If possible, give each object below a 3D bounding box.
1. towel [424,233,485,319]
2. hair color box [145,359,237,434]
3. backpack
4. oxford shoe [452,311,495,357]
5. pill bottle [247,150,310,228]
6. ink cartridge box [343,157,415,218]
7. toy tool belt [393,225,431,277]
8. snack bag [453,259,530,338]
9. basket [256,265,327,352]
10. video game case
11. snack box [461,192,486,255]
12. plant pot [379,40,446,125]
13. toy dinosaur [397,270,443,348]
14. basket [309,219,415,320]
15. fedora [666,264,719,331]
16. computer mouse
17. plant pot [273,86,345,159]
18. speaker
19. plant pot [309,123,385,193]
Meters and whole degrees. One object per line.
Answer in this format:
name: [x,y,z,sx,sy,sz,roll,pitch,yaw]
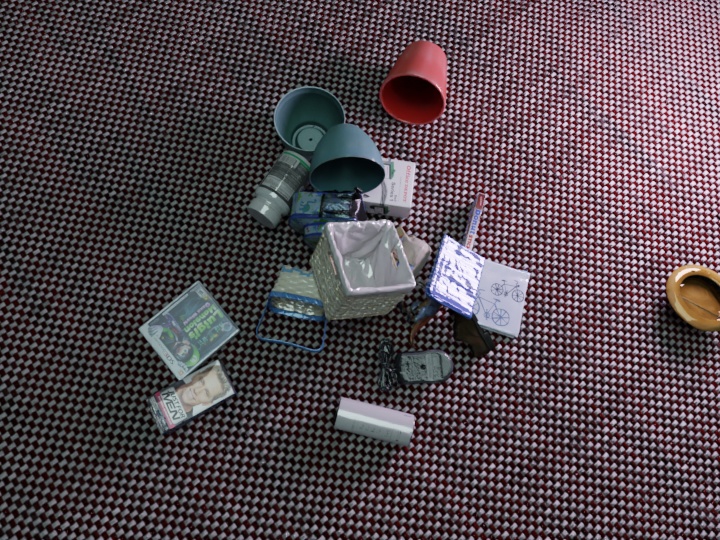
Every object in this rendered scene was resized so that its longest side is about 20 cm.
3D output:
towel: [0.254,0.014,1.406,0.144,0.024,0.202,28,59,-12]
hair color box: [-0.423,0.318,1.347,0.198,0.061,0.101,-28,78,-13]
backpack: [-0.092,-0.134,1.443,0.197,0.183,0.149,7,75,9]
oxford shoe: [0.276,0.148,1.432,0.084,0.073,0.201,-35,94,1]
pill bottle: [-0.223,-0.225,1.493,0.112,0.113,0.201,31,74,5]
ink cartridge box: [0.053,-0.243,1.535,0.197,0.084,0.148,7,74,-1]
toy tool belt: [0.095,-0.014,1.466,0.122,0.125,0.201,33,89,25]
snack bag: [0.372,0.069,1.506,0.186,0.021,0.202,17,74,0]
basket: [-0.161,0.102,1.386,0.174,0.140,0.202,14,61,1]
video game case: [-0.450,0.157,1.411,0.200,0.023,0.182,-41,81,-14]
snack box: [0.316,-0.118,1.528,0.024,0.072,0.202,17,73,2]
plant pot: [0.173,-0.569,1.596,0.198,0.201,0.179,18,63,1]
toy dinosaur: [0.198,0.086,1.478,0.179,0.105,0.203,-12,109,-18]
basket: [0.000,0.000,1.331,0.198,0.161,0.200,-5,61,-28]
fedora: [0.953,0.085,1.518,0.198,0.082,0.203,0,70,0]
computer mouse: [0.146,0.250,1.420,0.197,0.053,0.141,0,84,5]
plant pot: [-0.145,-0.402,1.540,0.197,0.134,0.203,1,73,-4]
speaker: [0.033,0.383,1.355,0.197,0.081,0.082,14,73,0]
plant pot: [-0.038,-0.302,1.404,0.197,0.200,0.137,-2,70,-5]
